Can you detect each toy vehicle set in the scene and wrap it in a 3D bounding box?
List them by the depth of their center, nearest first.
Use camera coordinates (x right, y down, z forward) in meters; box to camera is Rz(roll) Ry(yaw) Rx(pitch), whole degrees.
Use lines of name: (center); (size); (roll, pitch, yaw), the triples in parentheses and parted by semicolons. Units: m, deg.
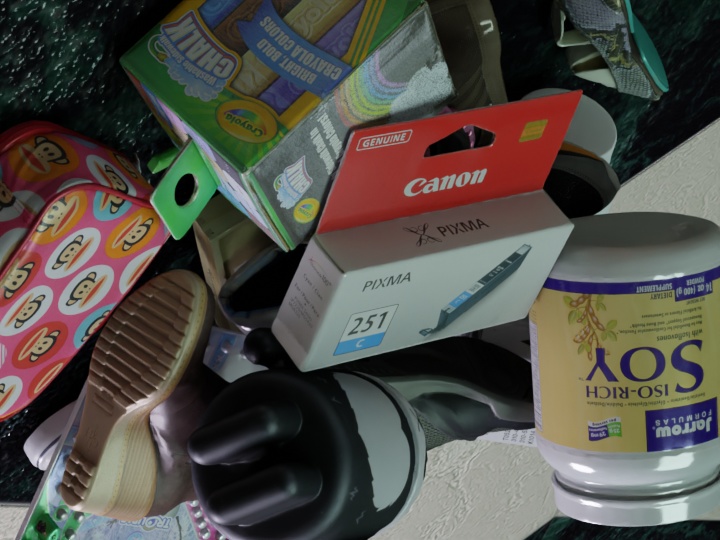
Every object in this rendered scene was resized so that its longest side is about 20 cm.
toy vehicle set: (-0.055, -0.023, 1.639); (0.124, 0.027, 0.200); (-33, 159, -12)

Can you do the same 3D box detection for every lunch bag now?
lunch bag: (-0.211, 0.007, 1.445); (0.200, 0.082, 0.176); (-48, 155, 11)

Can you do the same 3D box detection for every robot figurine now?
robot figurine: (-0.033, 0.126, 1.530); (0.200, 0.125, 0.150); (6, 102, -64)

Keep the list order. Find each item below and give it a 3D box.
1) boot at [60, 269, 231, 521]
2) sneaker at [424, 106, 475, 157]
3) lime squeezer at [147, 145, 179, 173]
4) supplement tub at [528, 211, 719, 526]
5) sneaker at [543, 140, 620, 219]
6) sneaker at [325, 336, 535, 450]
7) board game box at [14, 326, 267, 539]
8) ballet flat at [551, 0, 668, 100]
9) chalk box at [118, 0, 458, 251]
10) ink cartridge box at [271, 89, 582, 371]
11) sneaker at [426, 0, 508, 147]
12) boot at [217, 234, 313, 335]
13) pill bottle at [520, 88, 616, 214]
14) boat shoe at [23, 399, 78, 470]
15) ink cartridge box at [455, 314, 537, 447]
boot: (-0.111, 0.084, 1.568); (0.166, 0.072, 0.200); (0, 124, -49)
sneaker: (0.033, -0.080, 1.577); (0.079, 0.095, 0.200); (-4, 160, 13)
lime squeezer: (-0.050, -0.104, 1.548); (0.200, 0.038, 0.071); (-17, 141, -44)
supplement tub: (0.194, 0.068, 1.626); (0.145, 0.145, 0.200); (-16, 107, -42)
sneaker: (0.097, -0.038, 1.689); (0.200, 0.077, 0.078); (-14, 132, 22)
sneaker: (0.047, 0.109, 1.692); (0.199, 0.076, 0.114); (2, 128, -24)
board game box: (-0.130, 0.136, 1.648); (0.200, 0.026, 0.200); (14, 106, -43)
ballet flat: (0.184, -0.181, 1.738); (0.072, 0.072, 0.200); (-42, 153, 0)
chalk box: (-0.058, -0.106, 1.426); (0.200, 0.124, 0.124); (-42, 155, -8)
ink cartridge box: (0.055, -0.026, 1.491); (0.200, 0.045, 0.176); (-13, 141, -36)
sneaker: (0.062, -0.143, 1.634); (0.075, 0.070, 0.200); (-14, 152, 0)
boot: (0.000, 0.000, 1.588); (0.200, 0.074, 0.096); (-26, 164, 11)
pill bottle: (0.136, -0.046, 1.805); (0.112, 0.112, 0.200); (-25, 147, -31)
boat shoe: (-0.147, 0.116, 1.689); (0.200, 0.066, 0.072); (-17, 154, -28)
ink cartridge box: (0.097, 0.058, 1.776); (0.200, 0.084, 0.146); (7, 136, 0)
